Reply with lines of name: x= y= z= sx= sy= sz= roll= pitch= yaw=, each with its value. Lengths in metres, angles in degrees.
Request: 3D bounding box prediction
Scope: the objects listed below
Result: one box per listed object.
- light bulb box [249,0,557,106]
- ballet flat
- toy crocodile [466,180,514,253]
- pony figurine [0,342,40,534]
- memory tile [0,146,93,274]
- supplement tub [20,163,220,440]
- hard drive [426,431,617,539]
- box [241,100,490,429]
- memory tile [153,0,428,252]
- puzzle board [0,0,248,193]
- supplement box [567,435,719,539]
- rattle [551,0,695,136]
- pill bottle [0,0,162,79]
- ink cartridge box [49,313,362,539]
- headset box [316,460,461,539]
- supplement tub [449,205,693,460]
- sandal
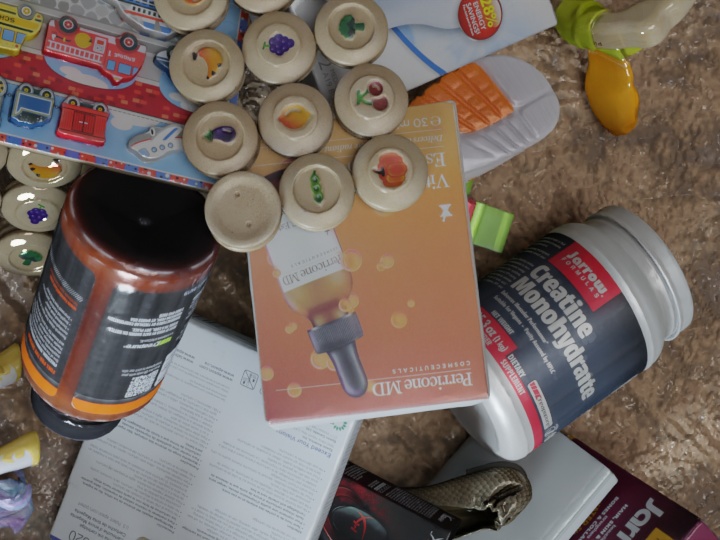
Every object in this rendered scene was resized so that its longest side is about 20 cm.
light bulb box: x=0.013 y=-0.239 z=0.904 sx=0.198 sy=0.125 sz=0.200 roll=-26 pitch=108 yaw=-14
ballet flat: x=0.048 y=0.209 z=0.996 sx=0.198 sy=0.047 sz=0.068 roll=-18 pitch=126 yaw=14
toy crocodile: x=0.041 y=-0.060 z=0.980 sx=0.198 sy=0.062 sz=0.068 roll=23 pitch=91 yaw=-24
pony figurine: x=-0.329 y=0.142 z=0.839 sx=0.198 sy=0.166 sz=0.196 roll=-2 pitch=85 yaw=-29
memory tile: x=-0.249 y=-0.046 z=0.835 sx=0.197 sy=0.017 sz=0.154 roll=5 pitch=141 yaw=-21
supplement tub: x=-0.173 y=0.030 z=0.828 sx=0.106 sy=0.108 sz=0.201 roll=11 pitch=132 yaw=-22
hard drive: x=0.105 y=0.214 z=1.018 sx=0.200 sy=0.132 sz=0.026 roll=-48 pitch=134 yaw=-7
box: x=0.000 y=0.000 z=0.831 sx=0.150 sy=0.106 sz=0.203 roll=-7 pitch=81 yaw=-2
memory tile: x=-0.047 y=-0.122 z=0.786 sx=0.151 sy=0.017 sz=0.202 roll=-14 pitch=80 yaw=-5
puzzle board: x=-0.173 y=-0.142 z=0.783 sx=0.198 sy=0.017 sz=0.153 roll=12 pitch=72 yaw=-21
supplement box: x=0.213 y=0.235 z=1.015 sx=0.110 sy=0.200 sz=0.086 roll=-46 pitch=114 yaw=-7
rattle: x=0.251 y=-0.241 z=1.028 sx=0.143 sy=0.129 sz=0.202 roll=44 pitch=56 yaw=-33
pill bottle: x=-0.202 y=-0.142 z=0.843 sx=0.198 sy=0.114 sz=0.116 roll=5 pitch=98 yaw=-22
ink cartridge box: x=-0.115 y=0.148 z=0.915 sx=0.194 sy=0.043 sz=0.202 roll=23 pitch=94 yaw=13
headset box: x=-0.041 y=0.222 z=0.952 sx=0.198 sy=0.075 sz=0.150 roll=26 pitch=91 yaw=12
supplement tub: x=0.161 y=0.050 z=1.004 sx=0.199 sy=0.140 sz=0.141 roll=-33 pitch=109 yaw=-12
sandal: x=0.053 y=-0.097 z=0.932 sx=0.205 sy=0.059 sz=0.080 roll=-27 pitch=85 yaw=-7
